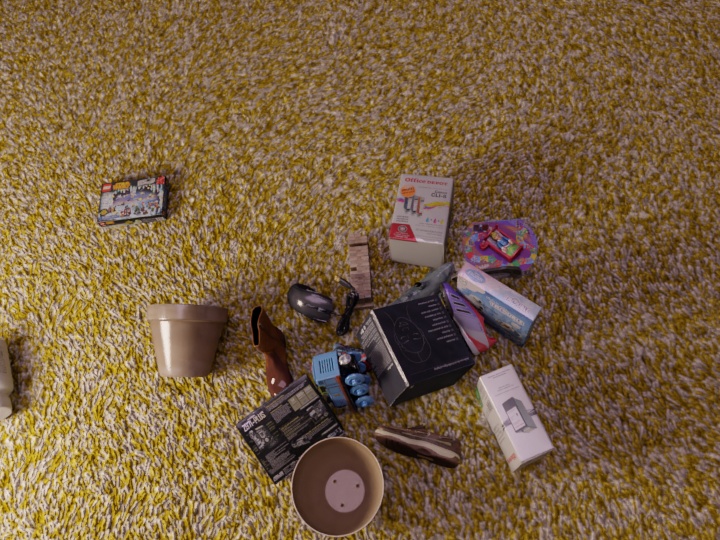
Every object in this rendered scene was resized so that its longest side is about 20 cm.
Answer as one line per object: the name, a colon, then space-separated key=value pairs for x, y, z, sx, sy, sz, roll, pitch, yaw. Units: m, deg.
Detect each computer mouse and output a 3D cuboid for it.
computer mouse: x=-0.102 y=0.069 z=1.541 sx=0.199 sy=0.046 sz=0.141 roll=29 pitch=104 yaw=19

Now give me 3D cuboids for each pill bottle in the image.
pill bottle: x=-0.961 y=0.282 z=1.543 sx=0.114 sy=0.114 sz=0.201 roll=-24 pitch=65 yaw=-5

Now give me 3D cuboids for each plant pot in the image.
plant pot: x=-0.043 y=0.482 z=1.329 sx=0.199 sy=0.135 sz=0.202 roll=-2 pitch=65 yaw=5
plant pot: x=-0.435 y=0.178 z=1.504 sx=0.199 sy=0.200 sz=0.175 roll=-1 pitch=82 yaw=6

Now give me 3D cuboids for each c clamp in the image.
c clamp: x=0.331 y=0.016 z=1.508 sx=0.199 sy=0.171 sz=0.027 roll=-7 pitch=80 yaw=16

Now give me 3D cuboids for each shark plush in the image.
shark plush: x=0.150 y=0.040 z=1.539 sx=0.199 sy=0.083 sz=0.091 roll=-18 pitch=64 yaw=-2

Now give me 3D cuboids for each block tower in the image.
block tower: x=0.000 y=0.000 z=1.592 sx=0.054 sy=0.058 sz=0.201 roll=-7 pitch=66 yaw=5

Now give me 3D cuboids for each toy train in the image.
toy train: x=-0.038 y=0.261 z=1.398 sx=0.113 sy=0.201 sz=0.087 roll=-13 pitch=49 yaw=5

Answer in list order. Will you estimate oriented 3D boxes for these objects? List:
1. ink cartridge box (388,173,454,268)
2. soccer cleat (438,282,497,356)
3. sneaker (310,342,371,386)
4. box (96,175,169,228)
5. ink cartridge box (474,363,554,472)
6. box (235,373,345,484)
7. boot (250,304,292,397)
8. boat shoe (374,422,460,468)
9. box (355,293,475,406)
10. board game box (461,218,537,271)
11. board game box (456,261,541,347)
ink cartridge box: x=0.163 y=-0.131 z=1.584 sx=0.144 sy=0.145 sz=0.201 roll=7 pitch=65 yaw=10
soccer cleat: x=0.259 y=0.109 z=1.466 sx=0.073 sy=0.068 sz=0.201 roll=-29 pitch=95 yaw=7
sneaker: x=-0.031 y=0.212 z=1.485 sx=0.199 sy=0.079 sz=0.096 roll=-21 pitch=62 yaw=-4
box: x=-0.670 y=-0.204 z=1.775 sx=0.199 sy=0.040 sz=0.138 roll=-7 pitch=64 yaw=4
ink cartridge box: x=0.340 y=0.333 z=1.347 sx=0.084 sy=0.146 sz=0.201 roll=-21 pitch=65 yaw=-5
box: x=-0.162 y=0.364 z=1.398 sx=0.200 sy=0.086 sz=0.164 roll=-36 pitch=87 yaw=-10
boot: x=-0.213 y=0.204 z=1.441 sx=0.068 sy=0.200 sz=0.189 roll=-3 pitch=65 yaw=5
boat shoe: x=0.134 y=0.391 z=1.393 sx=0.201 sy=0.075 sz=0.075 roll=18 pitch=54 yaw=8
box: x=0.127 y=0.184 z=1.415 sx=0.199 sy=0.124 sz=0.197 roll=-11 pitch=59 yaw=-29
board game box: x=0.370 y=-0.072 z=1.588 sx=0.199 sy=0.039 sz=0.159 roll=-4 pitch=65 yaw=5
board game box: x=0.322 y=0.086 z=1.434 sx=0.199 sy=0.199 sz=0.043 roll=34 pitch=73 yaw=20
